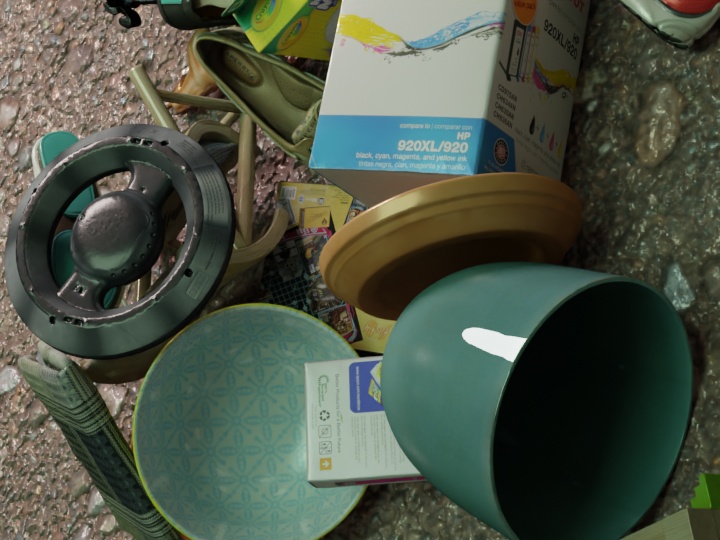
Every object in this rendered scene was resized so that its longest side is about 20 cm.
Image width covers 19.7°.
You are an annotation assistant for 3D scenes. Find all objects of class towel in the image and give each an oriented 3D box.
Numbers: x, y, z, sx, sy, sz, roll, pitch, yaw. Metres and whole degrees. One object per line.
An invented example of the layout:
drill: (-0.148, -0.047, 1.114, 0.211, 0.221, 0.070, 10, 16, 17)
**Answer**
towel: (-0.214, 0.149, 1.745, 0.034, 0.193, 0.200, -34, 13, -16)

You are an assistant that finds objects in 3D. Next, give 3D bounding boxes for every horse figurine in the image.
horse figurine: (-0.103, -0.202, 1.850, 0.199, 0.050, 0.133, 9, 78, 47)

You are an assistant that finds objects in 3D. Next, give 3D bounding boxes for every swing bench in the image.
swing bench: (-0.167, -0.033, 1.790, 0.199, 0.129, 0.201, -43, 53, 41)

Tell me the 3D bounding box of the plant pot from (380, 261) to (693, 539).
plant pot: (0.110, 0.083, 1.471, 0.161, 0.200, 0.202, 20, 93, 47)

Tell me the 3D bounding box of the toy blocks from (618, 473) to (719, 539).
toy blocks: (0.210, 0.256, 1.415, 0.137, 0.099, 0.201, -36, 56, 46)

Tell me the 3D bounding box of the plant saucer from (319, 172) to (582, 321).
plant saucer: (0.070, -0.010, 1.530, 0.200, 0.199, 0.038, -29, 63, 35)

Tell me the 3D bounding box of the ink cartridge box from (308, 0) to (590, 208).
ink cartridge box: (0.072, -0.147, 1.574, 0.144, 0.147, 0.201, 4, 76, 30)

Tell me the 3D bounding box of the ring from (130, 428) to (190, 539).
ring: (-0.138, 0.153, 1.812, 0.200, 0.019, 0.202, -14, 69, 41)

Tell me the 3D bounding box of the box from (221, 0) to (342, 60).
box: (-0.015, -0.223, 1.664, 0.117, 0.199, 0.049, -45, 66, 27)

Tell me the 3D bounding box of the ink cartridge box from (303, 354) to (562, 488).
ink cartridge box: (0.056, 0.111, 1.592, 0.199, 0.037, 0.095, -6, 73, 13)

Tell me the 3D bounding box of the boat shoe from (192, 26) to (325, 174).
boat shoe: (-0.057, -0.133, 1.732, 0.199, 0.063, 0.074, 34, 103, 14)

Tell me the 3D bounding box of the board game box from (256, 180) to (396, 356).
board game box: (0.000, 0.000, 1.708, 0.199, 0.034, 0.136, 7, 84, 44)

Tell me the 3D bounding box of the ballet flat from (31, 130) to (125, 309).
ballet flat: (-0.238, -0.024, 1.735, 0.069, 0.069, 0.201, -38, 52, 30)

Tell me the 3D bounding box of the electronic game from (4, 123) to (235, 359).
electronic game: (-0.193, -0.024, 1.653, 0.199, 0.042, 0.201, -8, 65, 17)

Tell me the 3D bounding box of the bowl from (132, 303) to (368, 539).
bowl: (-0.085, 0.125, 1.690, 0.108, 0.199, 0.201, -152, 79, -86)

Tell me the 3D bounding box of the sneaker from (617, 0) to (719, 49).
sneaker: (0.208, -0.247, 1.561, 0.085, 0.077, 0.200, -47, 57, 10)

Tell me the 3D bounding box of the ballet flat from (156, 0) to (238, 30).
ballet flat: (-0.071, -0.234, 1.732, 0.068, 0.199, 0.068, 11, 115, 64)

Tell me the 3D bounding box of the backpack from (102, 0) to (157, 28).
backpack: (-0.175, -0.348, 1.840, 0.153, 0.191, 0.201, -8, 55, 19)
